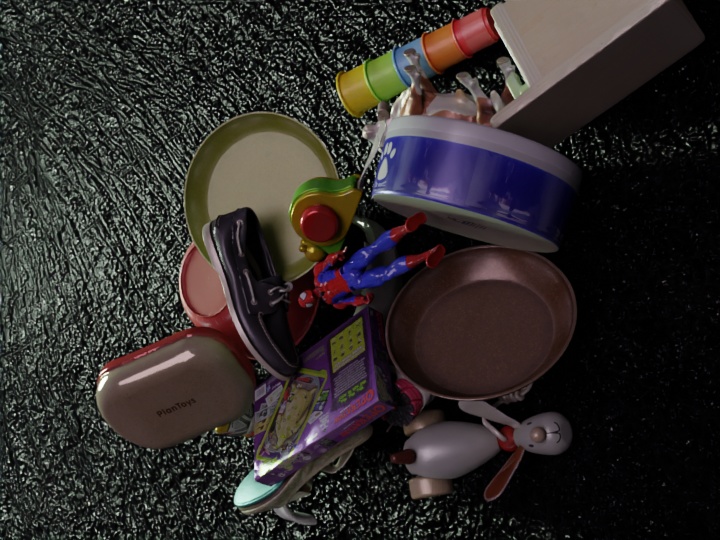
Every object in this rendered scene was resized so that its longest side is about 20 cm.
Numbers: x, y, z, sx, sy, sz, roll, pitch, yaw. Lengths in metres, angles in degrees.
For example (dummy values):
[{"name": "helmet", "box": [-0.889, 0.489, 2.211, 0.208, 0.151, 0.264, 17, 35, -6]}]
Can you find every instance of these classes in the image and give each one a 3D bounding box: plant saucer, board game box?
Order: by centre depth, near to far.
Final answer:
[{"name": "plant saucer", "box": [0.125, 0.059, 0.925, 0.198, 0.037, 0.202, -12, 45, 12]}, {"name": "board game box", "box": [-0.046, 0.138, 0.968, 0.200, 0.032, 0.121, -37, 37, 32]}, {"name": "plant saucer", "box": [-0.111, -0.082, 1.041, 0.198, 0.031, 0.202, 1, 94, 18]}]

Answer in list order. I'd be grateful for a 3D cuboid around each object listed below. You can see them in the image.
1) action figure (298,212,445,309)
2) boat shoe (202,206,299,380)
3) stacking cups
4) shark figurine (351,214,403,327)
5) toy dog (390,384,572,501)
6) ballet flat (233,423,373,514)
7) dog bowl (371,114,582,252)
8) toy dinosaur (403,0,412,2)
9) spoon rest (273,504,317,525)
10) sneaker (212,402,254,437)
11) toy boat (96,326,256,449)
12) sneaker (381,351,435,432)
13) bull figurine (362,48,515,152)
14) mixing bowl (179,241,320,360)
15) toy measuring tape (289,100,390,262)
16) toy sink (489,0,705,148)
[{"name": "action figure", "box": [-0.002, 0.002, 0.940, 0.199, 0.052, 0.066, -27, 101, 46]}, {"name": "boat shoe", "box": [-0.110, 0.023, 0.994, 0.062, 0.073, 0.201, -29, 79, 18]}, {"name": "stacking cups", "box": [0.067, -0.246, 1.037, 0.199, 0.060, 0.061, -23, 73, 28]}, {"name": "shark figurine", "box": [0.008, -0.020, 1.028, 0.127, 0.090, 0.216, -23, 56, 13]}, {"name": "toy dog", "box": [0.110, 0.181, 0.936, 0.200, 0.096, 0.133, -41, 65, 26]}, {"name": "ballet flat", "box": [-0.063, 0.225, 1.011, 0.200, 0.062, 0.068, -43, 26, 25]}, {"name": "dog bowl", "box": [0.114, -0.083, 0.891, 0.199, 0.200, 0.080, 14, 86, 35]}, {"name": "toy dinosaur", "box": [0.056, -0.436, 1.046, 0.135, 0.085, 0.202, -17, 70, 40]}, {"name": "spoon rest", "box": [-0.081, 0.208, 1.088, 0.099, 0.060, 0.202, -2, 85, 45]}, {"name": "sneaker", "box": [-0.214, 0.158, 1.177, 0.199, 0.082, 0.079, 19, 97, 35]}, {"name": "toy boat", "box": [-0.224, 0.126, 1.096, 0.198, 0.131, 0.131, -23, 30, 14]}, {"name": "sneaker", "box": [0.022, 0.127, 1.014, 0.199, 0.074, 0.081, 3, 122, 55]}, {"name": "bull figurine", "box": [0.091, -0.175, 0.989, 0.198, 0.065, 0.122, 10, 134, 28]}, {"name": "mixing bowl", "box": [-0.157, 0.014, 1.136, 0.199, 0.108, 0.202, -3, 84, 34]}, {"name": "toy measuring tape", "box": [-0.030, -0.094, 0.944, 0.074, 0.073, 0.201, 43, 128, 30]}, {"name": "toy sink", "box": [0.212, -0.227, 0.884, 0.199, 0.130, 0.113, -36, 67, 28]}]
